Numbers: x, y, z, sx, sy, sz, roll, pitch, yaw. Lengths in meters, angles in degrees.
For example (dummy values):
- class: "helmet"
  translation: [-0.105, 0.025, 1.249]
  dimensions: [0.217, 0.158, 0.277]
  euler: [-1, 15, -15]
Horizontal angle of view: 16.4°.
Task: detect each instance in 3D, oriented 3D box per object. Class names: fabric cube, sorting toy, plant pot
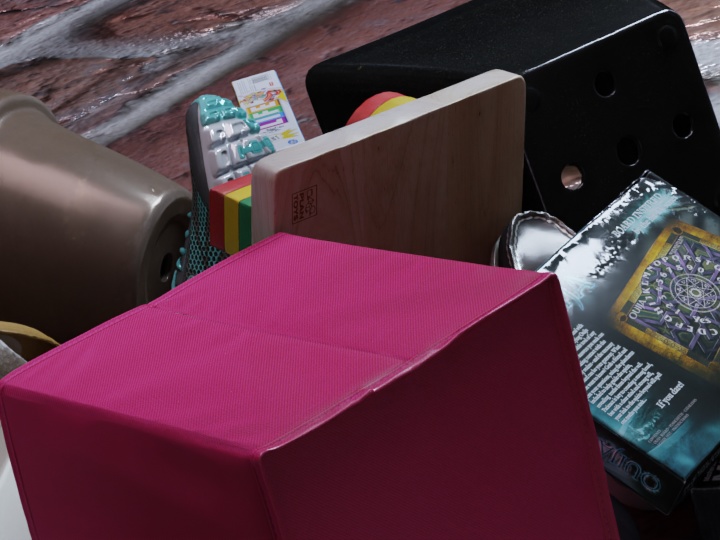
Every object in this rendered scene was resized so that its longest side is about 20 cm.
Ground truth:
- class: "fabric cube"
  translation: [-0.020, 0.115, 1.189]
  dimensions: [0.200, 0.197, 0.199]
  euler: [-29, 26, -36]
- class: "sorting toy"
  translation: [0.000, 0.000, 1.396]
  dimensions: [0.070, 0.200, 0.199]
  euler: [22, 33, 39]
- class: "plant pot"
  translation: [0.117, -0.071, 1.530]
  dimensions: [0.199, 0.200, 0.177]
  euler: [-25, 10, -26]
- class: "plant pot"
  translation: [-0.210, -0.018, 1.743]
  dimensions: [0.174, 0.201, 0.200]
  euler: [13, 29, 18]

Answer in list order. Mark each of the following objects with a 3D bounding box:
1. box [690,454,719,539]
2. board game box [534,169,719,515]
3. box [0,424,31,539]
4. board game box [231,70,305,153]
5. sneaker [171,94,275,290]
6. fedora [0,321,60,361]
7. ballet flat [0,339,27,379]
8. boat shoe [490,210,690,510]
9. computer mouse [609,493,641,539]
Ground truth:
- class: "box"
  translation: [0.287, 0.076, 1.289]
  dimensions: [0.193, 0.048, 0.200]
  euler: [-9, 22, 25]
- class: "board game box"
  translation: [0.154, 0.031, 1.298]
  dimensions: [0.135, 0.028, 0.200]
  euler: [35, 42, 16]
- class: "box"
  translation: [-0.173, 0.138, 1.330]
  dimensions: [0.068, 0.082, 0.200]
  euler: [-45, 14, 32]
- class: "board game box"
  translation: [-0.049, -0.050, 1.739]
  dimensions: [0.034, 0.135, 0.200]
  euler: [-16, 19, -3]
- class: "sneaker"
  translation: [-0.089, -0.011, 1.600]
  dimensions: [0.091, 0.200, 0.078]
  euler: [-18, -8, 30]
- class: "fedora"
  translation: [-0.272, 0.098, 1.535]
  dimensions: [0.200, 0.082, 0.201]
  euler: [-14, -18, -5]
- class: "ballet flat"
  translation: [-0.179, 0.072, 1.450]
  dimensions: [0.046, 0.200, 0.067]
  euler: [-59, 8, -14]
- class: "boat shoe"
  translation: [0.130, 0.034, 1.352]
  dimensions: [0.072, 0.061, 0.201]
  euler: [-15, 51, -18]
- class: "computer mouse"
  translation: [0.063, 0.130, 1.294]
  dimensions: [0.200, 0.059, 0.034]
  euler: [5, 34, 46]
